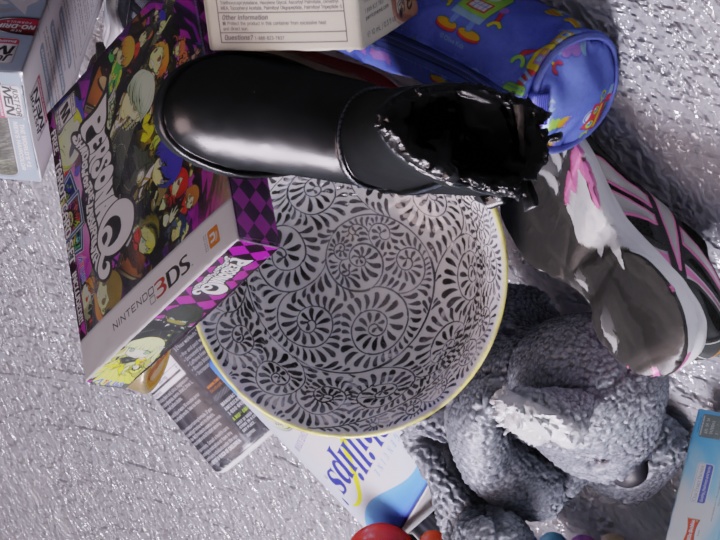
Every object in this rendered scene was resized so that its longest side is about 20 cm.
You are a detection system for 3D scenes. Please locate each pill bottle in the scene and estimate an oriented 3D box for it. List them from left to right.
[{"bbox_3d":[-0.135,0.053,2.044,0.200,0.106,0.106,51,154,0],"label":"pill bottle"}]

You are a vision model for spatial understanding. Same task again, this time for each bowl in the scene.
[{"bbox_3d":[0.000,0.000,1.597,0.201,0.201,0.094,47,-171,7],"label":"bowl"}]

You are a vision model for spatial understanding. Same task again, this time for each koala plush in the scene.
[{"bbox_3d":[0.124,0.080,1.609,0.185,0.177,0.200,60,158,2],"label":"koala plush"}]

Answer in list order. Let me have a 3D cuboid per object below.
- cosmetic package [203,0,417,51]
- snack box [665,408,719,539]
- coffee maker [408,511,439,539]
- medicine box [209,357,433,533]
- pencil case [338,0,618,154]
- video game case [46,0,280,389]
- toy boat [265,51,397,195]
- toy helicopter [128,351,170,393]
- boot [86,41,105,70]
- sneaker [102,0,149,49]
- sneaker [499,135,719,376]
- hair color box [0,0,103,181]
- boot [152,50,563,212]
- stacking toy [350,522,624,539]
[{"bbox_3d":[-0.036,-0.230,1.449,0.103,0.087,0.201,3,111,24],"label":"cosmetic package"},{"bbox_3d":[0.219,0.197,1.661,0.037,0.117,0.201,10,140,13],"label":"snack box"},{"bbox_3d":[0.093,0.289,1.960,0.200,0.135,0.193,39,152,23],"label":"coffee maker"},{"bbox_3d":[0.003,0.070,1.854,0.200,0.103,0.182,45,154,11],"label":"medicine box"},{"bbox_3d":[0.056,-0.138,1.524,0.199,0.087,0.078,29,135,34],"label":"pencil case"},{"bbox_3d":[-0.125,-0.057,1.578,0.181,0.036,0.201,-40,51,42],"label":"video game case"},{"bbox_3d":[-0.052,-0.103,1.699,0.199,0.131,0.131,20,123,12],"label":"toy boat"},{"bbox_3d":[-0.123,-0.004,1.866,0.078,0.201,0.132,21,170,12],"label":"toy helicopter"},{"bbox_3d":[-0.183,-0.050,1.957,0.175,0.069,0.201,-104,16,-50],"label":"boot"},{"bbox_3d":[-0.120,-0.174,1.760,0.114,0.075,0.201,33,146,36],"label":"sneaker"},{"bbox_3d":[0.156,-0.016,1.534,0.080,0.086,0.201,-51,55,35],"label":"sneaker"},{"bbox_3d":[-0.222,-0.166,1.718,0.060,0.201,0.099,5,138,8],"label":"hair color box"},{"bbox_3d":[-0.001,-0.078,1.428,0.197,0.074,0.162,12,178,-21],"label":"boot"},{"bbox_3d":[0.086,0.217,1.827,0.198,0.086,0.086,7,143,5],"label":"stacking toy"}]
